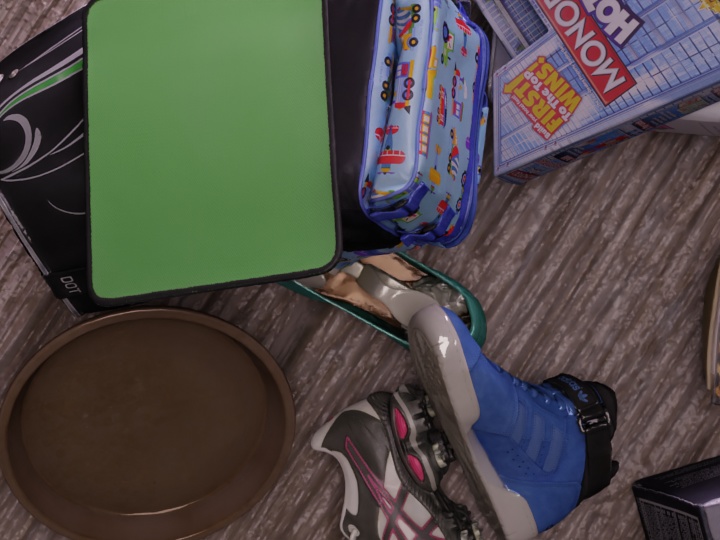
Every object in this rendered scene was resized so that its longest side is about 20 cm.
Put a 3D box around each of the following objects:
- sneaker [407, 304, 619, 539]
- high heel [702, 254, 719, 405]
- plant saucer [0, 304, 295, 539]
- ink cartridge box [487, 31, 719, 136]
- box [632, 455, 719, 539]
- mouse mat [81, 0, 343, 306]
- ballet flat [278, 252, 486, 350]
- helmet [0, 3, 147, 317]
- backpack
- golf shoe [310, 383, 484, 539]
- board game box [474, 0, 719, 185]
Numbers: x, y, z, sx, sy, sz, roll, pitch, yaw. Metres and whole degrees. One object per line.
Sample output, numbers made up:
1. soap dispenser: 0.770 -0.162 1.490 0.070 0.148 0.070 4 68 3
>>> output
1. sneaker: 0.110 0.085 1.443 0.111 0.077 0.201 -30 119 -9
2. high heel: 0.315 0.007 1.487 0.141 0.071 0.202 12 79 2
3. plant saucer: -0.142 0.102 1.426 0.198 0.030 0.201 -6 125 -9
4. ink cartridge box: 0.195 -0.170 1.445 0.198 0.085 0.146 6 87 19
5. box: 0.280 0.226 1.418 0.122 0.198 0.202 -16 90 -5
6. mouse mat: -0.091 -0.083 1.273 0.160 0.008 0.202 -8 72 15
7. ballet flat: 0.000 0.000 1.465 0.199 0.070 0.068 28 87 -3
8. helmet: -0.143 -0.081 1.393 0.190 0.200 0.201 -32 91 -3
9. backpack: 0.013 -0.090 1.354 0.134 0.200 0.184 2 75 22
10. golf shoe: 0.037 0.181 1.471 0.088 0.077 0.201 -21 84 10
11. board game box: 0.145 -0.157 1.385 0.199 0.062 0.201 -36 74 14
